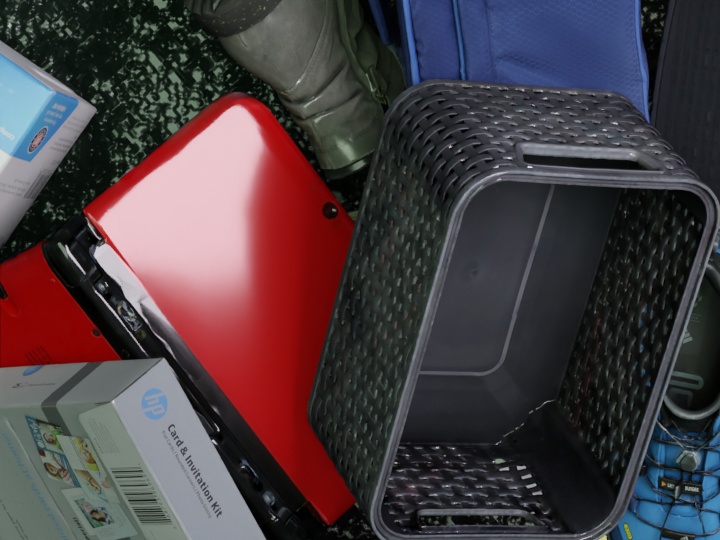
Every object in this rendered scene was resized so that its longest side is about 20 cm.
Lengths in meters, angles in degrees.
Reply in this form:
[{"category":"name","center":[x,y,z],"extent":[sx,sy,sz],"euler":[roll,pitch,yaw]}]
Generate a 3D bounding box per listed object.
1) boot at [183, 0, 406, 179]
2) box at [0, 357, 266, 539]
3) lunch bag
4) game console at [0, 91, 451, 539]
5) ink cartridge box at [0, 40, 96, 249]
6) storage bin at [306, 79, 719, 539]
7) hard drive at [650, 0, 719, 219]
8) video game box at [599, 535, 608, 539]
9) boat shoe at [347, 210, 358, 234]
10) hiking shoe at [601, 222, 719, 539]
[{"category":"boot","center":[-0.020,-0.144,1.480],"extent":[0.068,0.200,0.131],"euler":[-18,127,31]},{"category":"box","center":[-0.128,0.120,1.428],"extent":[0.041,0.200,0.156],"euler":[-40,110,-35]},{"category":"lunch bag","center":[0.067,-0.141,1.418],"extent":[0.132,0.200,0.136],"euler":[-7,50,5]},{"category":"game console","center":[-0.080,0.041,1.468],"extent":[0.172,0.119,0.200],"euler":[-25,107,45]},{"category":"ink cartridge box","center":[-0.224,-0.022,1.485],"extent":[0.068,0.116,0.200],"euler":[35,92,5]},{"category":"storage bin","center":[0.068,0.022,1.373],"extent":[0.135,0.094,0.200],"euler":[2,120,-24]},{"category":"hard drive","center":[0.205,-0.077,1.459],"extent":[0.135,0.042,0.200],"euler":[10,99,26]},{"category":"video game box","center":[0.208,0.155,1.488],"extent":[0.182,0.047,0.200],"euler":[31,92,6]},{"category":"boat shoe","center":[0.000,0.000,1.493],"extent":[0.200,0.063,0.073],"euler":[-5,106,4]},{"category":"hiking shoe","center":[0.151,0.077,1.423],"extent":[0.074,0.087,0.200],"euler":[2,97,9]}]
